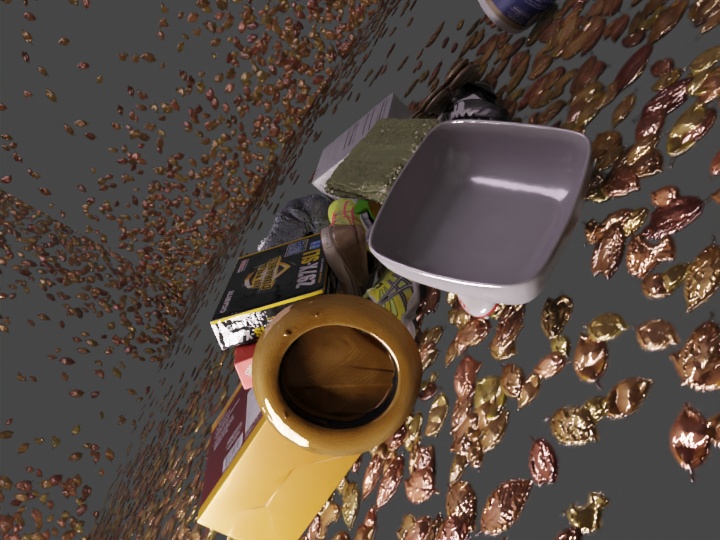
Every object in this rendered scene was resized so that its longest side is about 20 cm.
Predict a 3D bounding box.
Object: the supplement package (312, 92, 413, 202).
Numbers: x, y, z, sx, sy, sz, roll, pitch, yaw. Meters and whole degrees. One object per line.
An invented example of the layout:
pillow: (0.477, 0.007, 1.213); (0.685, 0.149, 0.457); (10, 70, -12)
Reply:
supplement package: (0.021, -0.211, 1.182); (0.198, 0.113, 0.111); (-30, 33, 37)

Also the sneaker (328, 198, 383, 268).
sneaker: (-0.029, -0.069, 1.087); (0.200, 0.088, 0.080); (-127, 35, -55)

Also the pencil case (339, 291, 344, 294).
pencil case: (-0.073, 0.127, 1.017); (0.201, 0.085, 0.083); (-52, 50, 24)

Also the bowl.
bowl: (0.127, -0.055, 0.649); (0.197, 0.075, 0.202); (14, 62, 35)

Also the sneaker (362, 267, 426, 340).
sneaker: (0.039, 0.037, 0.855); (0.076, 0.076, 0.202); (-48, 19, 36)

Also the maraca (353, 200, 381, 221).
maraca: (0.057, -0.132, 0.987); (0.198, 0.107, 0.139); (16, 72, 54)

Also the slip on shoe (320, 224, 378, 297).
slip on shoe: (0.000, 0.000, 0.908); (0.059, 0.201, 0.077); (-17, 52, 7)

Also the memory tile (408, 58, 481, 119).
memory tile: (0.134, -0.272, 1.022); (0.153, 0.017, 0.200); (-46, -4, 19)

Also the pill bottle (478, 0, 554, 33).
pill bottle: (0.271, -0.462, 0.933); (0.200, 0.110, 0.113); (-39, 27, 47)

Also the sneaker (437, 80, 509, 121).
sneaker: (0.173, -0.245, 0.939); (0.092, 0.066, 0.200); (-61, 16, 2)

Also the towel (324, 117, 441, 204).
towel: (0.033, -0.158, 0.905); (0.149, 0.036, 0.199); (-52, 28, -11)

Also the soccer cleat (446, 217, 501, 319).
soccer cleat: (0.115, -0.018, 0.721); (0.069, 0.084, 0.201); (-50, 20, 25)

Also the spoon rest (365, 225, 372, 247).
spoon rest: (0.070, -0.061, 0.877); (0.061, 0.100, 0.199); (-42, 11, -37)

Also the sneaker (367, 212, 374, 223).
sneaker: (0.060, -0.138, 1.094); (0.200, 0.073, 0.090); (-49, 32, 44)

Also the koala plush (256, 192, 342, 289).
koala plush: (-0.117, -0.034, 1.243); (0.200, 0.174, 0.188); (133, 154, -64)

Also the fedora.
fedora: (-0.027, 0.116, 0.745); (0.203, 0.198, 0.082); (-57, 6, 7)

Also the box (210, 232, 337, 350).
box: (-0.111, 0.021, 0.885); (0.156, 0.050, 0.201); (-15, 24, 8)

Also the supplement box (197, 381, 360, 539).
supplement box: (-0.114, 0.233, 0.878); (0.199, 0.131, 0.201); (-55, 19, 15)

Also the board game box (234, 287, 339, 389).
board game box: (-0.095, 0.070, 0.878); (0.150, 0.041, 0.201); (-20, 24, -1)
